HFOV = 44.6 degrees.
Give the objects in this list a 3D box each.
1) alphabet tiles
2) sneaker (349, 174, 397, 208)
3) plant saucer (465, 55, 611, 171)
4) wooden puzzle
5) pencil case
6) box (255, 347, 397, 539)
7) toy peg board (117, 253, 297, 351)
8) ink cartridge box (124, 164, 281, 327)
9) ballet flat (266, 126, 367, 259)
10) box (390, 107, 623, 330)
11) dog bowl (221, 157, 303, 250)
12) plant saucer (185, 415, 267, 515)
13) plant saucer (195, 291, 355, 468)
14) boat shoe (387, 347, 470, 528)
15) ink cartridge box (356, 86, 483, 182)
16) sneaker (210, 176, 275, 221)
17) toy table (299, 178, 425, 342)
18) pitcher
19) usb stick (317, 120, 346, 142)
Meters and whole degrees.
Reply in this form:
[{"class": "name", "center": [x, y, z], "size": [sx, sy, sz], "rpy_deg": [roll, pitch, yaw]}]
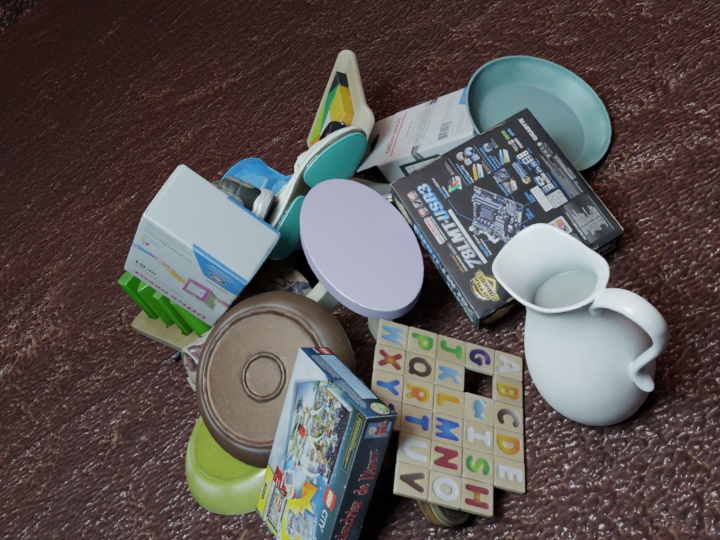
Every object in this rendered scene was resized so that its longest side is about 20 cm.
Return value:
[{"class": "alphabet tiles", "center": [0.089, 0.147, 0.893], "size": [0.165, 0.008, 0.201], "rpy_deg": [16, 46, -8]}, {"class": "sneaker", "center": [0.018, -0.099, 1.195], "size": [0.198, 0.074, 0.080], "rpy_deg": [-8, 65, 32]}, {"class": "plant saucer", "center": [0.229, -0.196, 1.152], "size": [0.198, 0.036, 0.202], "rpy_deg": [6, 58, -9]}, {"class": "wooden puzzle", "center": [-0.039, -0.209, 1.317], "size": [0.201, 0.037, 0.186], "rpy_deg": [-106, 33, -49]}, {"class": "pencil case", "center": [-0.138, 0.078, 1.117], "size": [0.200, 0.078, 0.089], "rpy_deg": [-39, 14, -27]}, {"class": "box", "center": [-0.040, 0.198, 0.888], "size": [0.136, 0.037, 0.202], "rpy_deg": [38, 118, 49]}, {"class": "toy peg board", "center": [-0.232, 0.007, 1.265], "size": [0.199, 0.098, 0.200], "rpy_deg": [15, 59, 42]}, {"class": "ink cartridge box", "center": [-0.200, -0.022, 1.084], "size": [0.085, 0.144, 0.200], "rpy_deg": [-59, 8, -25]}, {"class": "ballet flat", "center": [-0.071, -0.107, 1.112], "size": [0.201, 0.069, 0.069], "rpy_deg": [-54, 40, 3]}, {"class": "box", "center": [0.167, -0.064, 1.027], "size": [0.197, 0.050, 0.201], "rpy_deg": [-30, 68, -6]}, {"class": "dog bowl", "center": [-0.121, -0.088, 1.210], "size": [0.199, 0.049, 0.112], "rpy_deg": [16, 78, 41]}, {"class": "plant saucer", "center": [-0.132, 0.195, 1.058], "size": [0.198, 0.031, 0.201], "rpy_deg": [-18, 42, 17]}, {"class": "plant saucer", "center": [-0.104, 0.120, 0.992], "size": [0.198, 0.034, 0.203], "rpy_deg": [-4, 77, 17]}, {"class": "boat shoe", "center": [0.067, 0.181, 0.919], "size": [0.068, 0.072, 0.201], "rpy_deg": [-43, 38, 34]}, {"class": "ink cartridge box", "center": [0.099, -0.180, 1.247], "size": [0.199, 0.068, 0.117], "rpy_deg": [-13, 42, 36]}, {"class": "sneaker", "center": [-0.182, -0.079, 1.140], "size": [0.200, 0.079, 0.075], "rpy_deg": [-21, 42, 57]}, {"class": "toy table", "center": [0.000, 0.000, 1.061], "size": [0.182, 0.118, 0.201], "rpy_deg": [-11, 55, -11]}, {"class": "pitcher", "center": [0.223, 0.068, 0.815], "size": [0.121, 0.201, 0.171], "rpy_deg": [-42, 40, -12]}, {"class": "usb stick", "center": [-0.070, -0.134, 1.263], "size": [0.200, 0.032, 0.056], "rpy_deg": [126, 161, -45]}]
